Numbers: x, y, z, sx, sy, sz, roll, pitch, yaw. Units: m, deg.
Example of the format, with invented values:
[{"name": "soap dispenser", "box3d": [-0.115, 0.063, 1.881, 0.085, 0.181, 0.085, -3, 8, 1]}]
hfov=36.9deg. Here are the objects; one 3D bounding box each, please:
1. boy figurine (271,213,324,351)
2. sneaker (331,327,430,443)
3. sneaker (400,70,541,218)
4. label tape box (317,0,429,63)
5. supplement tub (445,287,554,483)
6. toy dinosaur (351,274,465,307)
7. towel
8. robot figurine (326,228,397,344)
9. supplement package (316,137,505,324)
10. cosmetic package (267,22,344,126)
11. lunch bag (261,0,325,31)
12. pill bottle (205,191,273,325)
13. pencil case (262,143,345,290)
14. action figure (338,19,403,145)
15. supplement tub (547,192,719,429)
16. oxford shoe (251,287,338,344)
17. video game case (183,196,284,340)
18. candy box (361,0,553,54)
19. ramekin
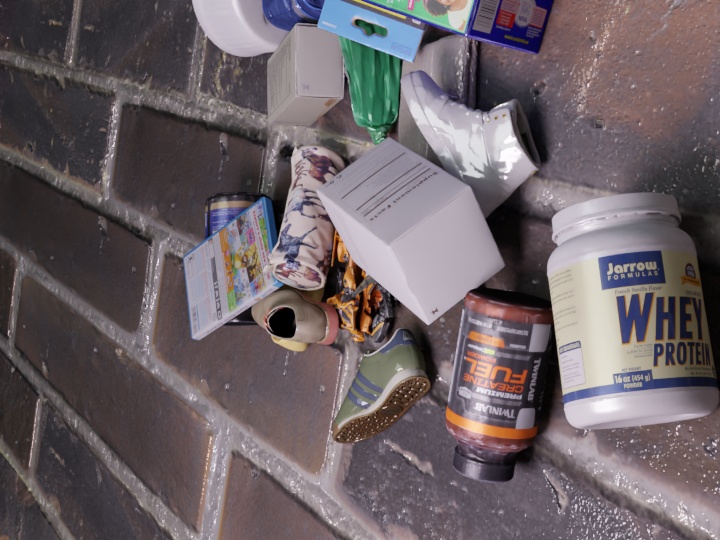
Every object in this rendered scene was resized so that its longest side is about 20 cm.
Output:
[{"name": "boy figurine", "box3d": [-0.099, 0.017, 1.617, 0.123, 0.064, 0.204, 6, 90, 50]}, {"name": "sneaker", "box3d": [0.023, 0.150, 1.429, 0.200, 0.066, 0.091, -45, 44, 44]}, {"name": "sneaker", "box3d": [0.135, -0.175, 1.259, 0.115, 0.073, 0.202, -38, 73, 27]}, {"name": "label tape box", "box3d": [0.042, -0.387, 1.377, 0.142, 0.063, 0.203, 22, 110, 11]}, {"name": "supplement tub", "box3d": [0.152, 0.127, 1.198, 0.106, 0.105, 0.204, 18, 103, 55]}, {"name": "toy dinosaur", "box3d": [0.077, -0.001, 1.351, 0.198, 0.048, 0.089, 5, 58, 41]}, {"name": "towel", "box3d": [0.098, -0.195, 1.371, 0.132, 0.034, 0.204, 2, 88, 55]}, {"name": "robot figurine", "box3d": [0.000, 0.000, 1.474, 0.144, 0.057, 0.204, 14, 98, 58]}, {"name": "supplement package", "box3d": [0.056, -0.051, 1.267, 0.200, 0.119, 0.122, 41, 163, 55]}, {"name": "cosmetic package", "box3d": [-0.082, -0.278, 1.559, 0.200, 0.070, 0.107, 173, 97, -74]}, {"name": "lunch bag", "box3d": [-0.049, -0.440, 1.520, 0.131, 0.134, 0.204, -4, 82, 55]}, {"name": "pill bottle", "box3d": [-0.193, -0.016, 1.715, 0.111, 0.110, 0.204, -9, 79, 55]}, {"name": "pencil case", "box3d": [-0.076, -0.079, 1.534, 0.078, 0.088, 0.203, -34, 43, 59]}, {"name": "action figure", "box3d": [0.017, -0.269, 1.456, 0.055, 0.116, 0.204, -172, 77, -78]}, {"name": "supplement tub", "box3d": [0.253, 0.041, 1.020, 0.144, 0.143, 0.204, -22, 69, 53]}, {"name": "oxford shoe", "box3d": [-0.111, 0.061, 1.519, 0.199, 0.074, 0.072, 5, 92, 55]}, {"name": "video game case", "box3d": [-0.194, -0.001, 1.616, 0.199, 0.018, 0.145, -32, 56, 35]}, {"name": "candy box", "box3d": [0.093, -0.316, 1.224, 0.198, 0.168, 0.078, 25, 107, 32]}, {"name": "ramekin", "box3d": [-0.146, -0.423, 1.616, 0.097, 0.198, 0.204, 14, 98, 47]}]
